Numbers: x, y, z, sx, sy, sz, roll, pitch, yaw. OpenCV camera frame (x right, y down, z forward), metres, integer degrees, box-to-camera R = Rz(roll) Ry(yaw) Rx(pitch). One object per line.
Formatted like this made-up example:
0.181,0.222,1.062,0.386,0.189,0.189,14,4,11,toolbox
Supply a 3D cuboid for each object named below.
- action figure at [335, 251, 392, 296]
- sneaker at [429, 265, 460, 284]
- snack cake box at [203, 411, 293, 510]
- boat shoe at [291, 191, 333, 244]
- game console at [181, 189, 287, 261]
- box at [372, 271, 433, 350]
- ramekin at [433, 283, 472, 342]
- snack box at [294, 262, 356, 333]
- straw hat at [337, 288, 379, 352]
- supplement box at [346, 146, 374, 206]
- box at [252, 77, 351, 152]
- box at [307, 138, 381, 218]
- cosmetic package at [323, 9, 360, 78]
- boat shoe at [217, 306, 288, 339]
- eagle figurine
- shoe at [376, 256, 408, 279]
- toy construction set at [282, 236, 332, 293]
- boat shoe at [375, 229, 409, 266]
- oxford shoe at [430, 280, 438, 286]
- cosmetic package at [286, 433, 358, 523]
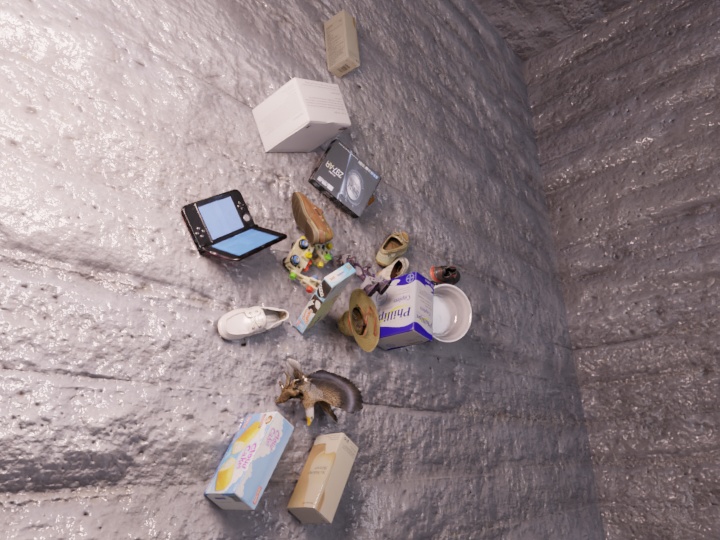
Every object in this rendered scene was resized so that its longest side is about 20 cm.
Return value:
0.000,0.000,1.654,0.200,0.070,0.129,42,18,34,action figure
0.355,0.018,2.138,0.198,0.081,0.079,3,73,-51,sneaker
-0.243,0.417,1.197,0.067,0.114,0.201,51,42,-24,snack cake box
-0.139,-0.148,1.546,0.067,0.072,0.202,-8,52,-27,boat shoe
-0.307,-0.117,1.335,0.199,0.117,0.175,-33,101,-52,game console
0.130,0.131,1.726,0.104,0.182,0.203,32,52,-40,box
0.287,0.154,1.924,0.197,0.098,0.205,3,81,-17,ramekin
-0.096,0.075,1.461,0.037,0.201,0.116,42,37,10,snack box
-0.021,0.155,1.609,0.201,0.084,0.204,40,43,-52,straw hat
-0.031,-0.302,1.801,0.069,0.066,0.202,-41,108,-52,supplement box
-0.169,-0.444,1.577,0.198,0.198,0.133,-16,85,-53,box
-0.047,-0.289,1.719,0.199,0.043,0.162,38,70,-22,box
-0.067,-0.807,1.935,0.071,0.104,0.204,15,66,-49,cosmetic package
-0.259,0.120,1.336,0.199,0.069,0.072,-12,86,-52,boat shoe
-0.113,0.320,1.385,0.197,0.151,0.153,9,104,-32,eagle figurine
0.125,0.001,1.880,0.199,0.053,0.071,-35,103,-52,shoe
-0.145,-0.019,1.530,0.131,0.091,0.202,48,32,-28,toy construction set
0.120,-0.088,1.882,0.072,0.063,0.200,27,41,13,boat shoe
0.290,0.137,2.032,0.084,0.072,0.204,-11,87,-67,oxford shoe
-0.091,0.513,1.347,0.071,0.104,0.201,50,41,-23,cosmetic package
